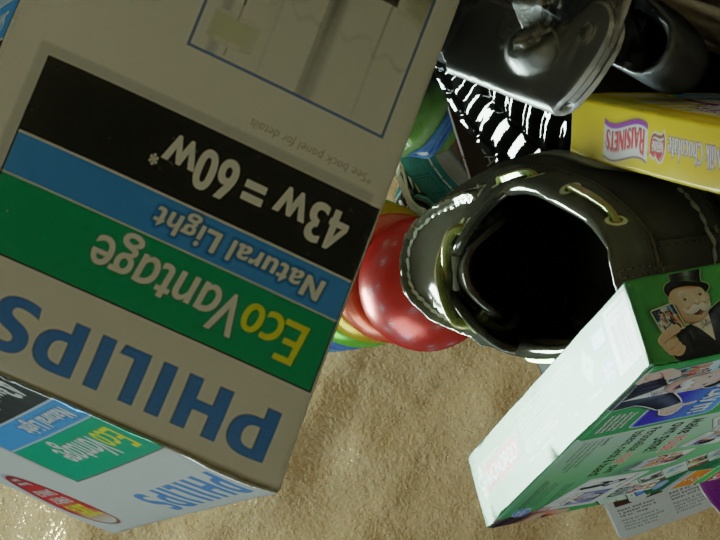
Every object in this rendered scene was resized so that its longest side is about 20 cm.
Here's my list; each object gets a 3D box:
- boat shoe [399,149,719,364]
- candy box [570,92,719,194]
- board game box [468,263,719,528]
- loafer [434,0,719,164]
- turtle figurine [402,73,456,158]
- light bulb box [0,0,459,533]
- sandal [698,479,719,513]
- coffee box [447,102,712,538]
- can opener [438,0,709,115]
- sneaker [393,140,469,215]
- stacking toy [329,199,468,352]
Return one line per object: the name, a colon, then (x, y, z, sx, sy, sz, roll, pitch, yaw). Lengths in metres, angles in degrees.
boat shoe: (0.062, -0.004, 1.015, 0.060, 0.072, 0.202, -6, -177, -28)
candy box: (0.140, -0.039, 0.917, 0.102, 0.026, 0.200, -2, -173, -12)
board game box: (0.122, 0.034, 0.943, 0.135, 0.029, 0.200, -11, 165, -16)
loafer: (0.107, -0.051, 1.070, 0.200, 0.071, 0.073, 41, 156, 6)
turtle figurine: (-0.068, -0.079, 1.164, 0.194, 0.200, 0.144, 44, -142, -21)
light bulb box: (-0.072, -0.037, 0.919, 0.125, 0.200, 0.198, 24, 165, -14)
sandal: (0.158, 0.084, 1.102, 0.203, 0.050, 0.082, 25, 166, -7)
coffee box: (0.107, 0.011, 1.196, 0.200, 0.080, 0.114, 60, -170, -59)
can opener: (0.043, -0.089, 1.003, 0.067, 0.053, 0.200, 25, -178, -31)
sneaker: (0.046, -0.031, 1.315, 0.080, 0.071, 0.200, -18, 162, 18)
stacking toy: (0.000, 0.000, 1.245, 0.085, 0.085, 0.200, 24, 176, -17)
